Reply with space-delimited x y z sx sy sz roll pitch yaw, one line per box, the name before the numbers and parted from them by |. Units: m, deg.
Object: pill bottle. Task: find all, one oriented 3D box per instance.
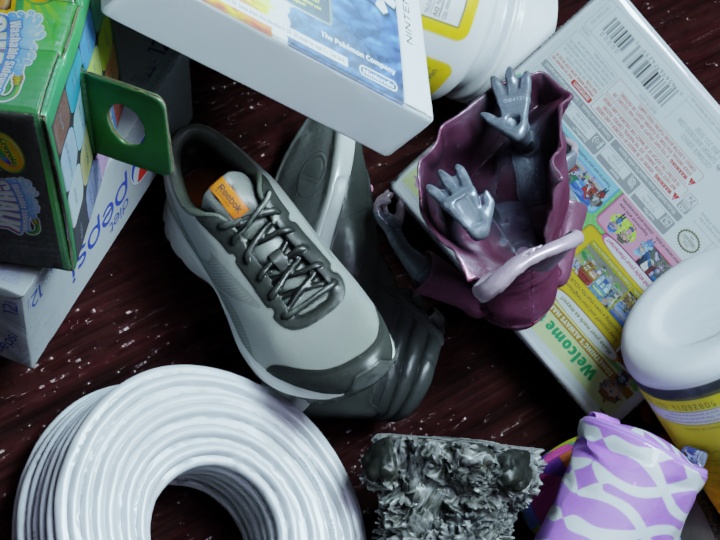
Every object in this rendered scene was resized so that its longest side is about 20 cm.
pill bottle | 0.011 -0.167 1.612 0.199 0.114 0.115 17 62 -26
pill bottle | 0.243 0.090 1.578 0.200 0.112 0.112 56 49 -29

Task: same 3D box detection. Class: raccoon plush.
raccoon plush | 0.059 0.162 1.492 0.200 0.096 0.135 11 83 -69

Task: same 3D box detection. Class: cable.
cable | -0.090 0.150 1.443 0.200 0.069 0.200 38 55 -14

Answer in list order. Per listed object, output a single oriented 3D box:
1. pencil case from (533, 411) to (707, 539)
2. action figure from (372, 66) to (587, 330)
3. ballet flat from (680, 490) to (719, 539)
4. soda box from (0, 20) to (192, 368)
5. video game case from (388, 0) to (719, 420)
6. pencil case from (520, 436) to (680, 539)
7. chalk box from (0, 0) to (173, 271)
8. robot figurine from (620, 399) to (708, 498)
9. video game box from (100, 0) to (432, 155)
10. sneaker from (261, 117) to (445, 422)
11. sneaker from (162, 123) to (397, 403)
pencil case | 0.119 0.175 1.502 0.084 0.085 0.201 30 84 -40
action figure | 0.093 -0.018 1.509 0.133 0.200 0.149 -27 58 -9
ballet flat | 0.216 0.208 1.623 0.046 0.067 0.201 -21 84 -56
soda box | -0.162 -0.048 1.468 0.063 0.068 0.201 20 55 13
video game case | 0.148 -0.037 1.609 0.182 0.022 0.200 -42 96 0
pencil case | 0.159 0.194 1.577 0.088 0.088 0.201 -18 80 -36
chalk box | -0.192 -0.088 1.380 0.199 0.125 0.124 6 52 7
robot figurine | 0.194 0.043 1.676 0.144 0.058 0.201 -10 76 -32
video game box | -0.051 -0.177 1.432 0.199 0.047 0.183 25 43 -36
sneaker | 0.000 0.000 1.568 0.099 0.071 0.201 18 64 -31
sneaker | -0.053 -0.004 1.475 0.074 0.080 0.200 -34 56 -13
